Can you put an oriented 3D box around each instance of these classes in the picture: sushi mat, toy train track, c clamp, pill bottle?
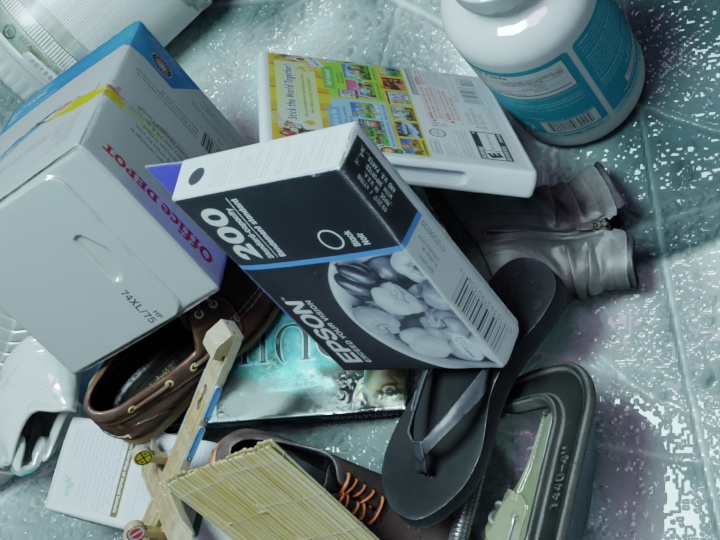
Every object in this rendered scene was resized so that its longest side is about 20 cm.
[{"bbox_3d":[-0.036,0.184,0.843,0.096,0.200,0.012,-21,37,32],"label":"sushi mat"},{"bbox_3d":[-0.135,0.124,0.876,0.200,0.033,0.115,-65,33,17],"label":"toy train track"},{"bbox_3d":[0.093,0.139,0.832,0.171,0.027,0.200,-26,40,47],"label":"c clamp"},{"bbox_3d":[0.127,-0.174,0.881,0.111,0.200,0.111,-9,68,24],"label":"pill bottle"}]

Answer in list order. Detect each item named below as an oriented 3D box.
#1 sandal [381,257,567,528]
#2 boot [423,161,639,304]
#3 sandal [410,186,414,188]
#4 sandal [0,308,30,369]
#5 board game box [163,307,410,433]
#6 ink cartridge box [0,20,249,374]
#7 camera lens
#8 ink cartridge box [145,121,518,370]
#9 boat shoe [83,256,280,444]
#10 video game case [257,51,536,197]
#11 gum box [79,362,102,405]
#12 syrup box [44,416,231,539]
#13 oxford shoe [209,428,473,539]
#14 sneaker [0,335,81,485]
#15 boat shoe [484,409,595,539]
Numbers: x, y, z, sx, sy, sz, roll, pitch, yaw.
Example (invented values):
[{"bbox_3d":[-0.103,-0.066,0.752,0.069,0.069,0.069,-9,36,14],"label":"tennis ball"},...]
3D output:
[{"bbox_3d":[0.067,0.077,0.840,0.076,0.043,0.200,19,78,44],"label":"sandal"},{"bbox_3d":[0.124,-0.052,0.929,0.132,0.070,0.200,-25,69,10],"label":"boot"},{"bbox_3d":[-0.019,-0.074,0.989,0.201,0.080,0.057,-11,27,46],"label":"sandal"},{"bbox_3d":[-0.330,0.072,1.080,0.050,0.082,0.203,-95,23,-62],"label":"sandal"},{"bbox_3d":[-0.061,0.055,0.974,0.200,0.028,0.135,-6,69,11],"label":"board game box"},{"bbox_3d":[-0.191,-0.058,0.934,0.146,0.147,0.200,-30,28,22],"label":"ink cartridge box"},{"bbox_3d":[-0.245,-0.254,1.129,0.200,0.160,0.160,-41,59,9],"label":"camera lens"},{"bbox_3d":[-0.027,-0.004,0.819,0.200,0.198,0.043,-5,48,42],"label":"ink cartridge box"},{"bbox_3d":[-0.129,0.045,0.939,0.070,0.070,0.200,32,78,28],"label":"boat shoe"},{"bbox_3d":[0.018,-0.108,0.887,0.200,0.182,0.023,-100,18,-62],"label":"video game case"},{"bbox_3d":[-0.227,0.014,1.094,0.200,0.045,0.170,35,90,32],"label":"gum box"},{"bbox_3d":[-0.139,0.174,0.970,0.200,0.079,0.081,7,74,29],"label":"syrup box"},{"bbox_3d":[-0.011,0.167,0.863,0.200,0.073,0.071,20,73,-5],"label":"oxford shoe"},{"bbox_3d":[-0.291,0.142,1.031,0.200,0.075,0.089,-51,46,34],"label":"sneaker"},{"bbox_3d":[0.114,0.183,0.837,0.062,0.072,0.200,9,79,23],"label":"boat shoe"}]
